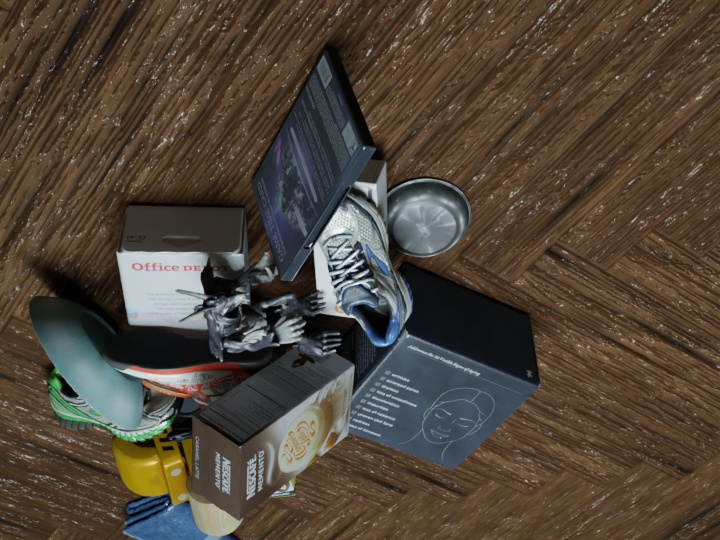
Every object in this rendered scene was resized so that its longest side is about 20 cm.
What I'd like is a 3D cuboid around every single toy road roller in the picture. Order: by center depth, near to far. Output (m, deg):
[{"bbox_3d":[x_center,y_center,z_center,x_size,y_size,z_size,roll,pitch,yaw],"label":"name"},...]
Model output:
[{"bbox_3d":[-0.250,0.268,1.443,0.144,0.201,0.124,-18,137,-14],"label":"toy road roller"}]

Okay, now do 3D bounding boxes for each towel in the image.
[{"bbox_3d":[-0.277,0.425,1.697,0.110,0.049,0.200,-24,130,20],"label":"towel"}]

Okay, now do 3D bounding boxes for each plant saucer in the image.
[{"bbox_3d":[-0.318,0.100,1.293,0.039,0.202,0.201,-38,127,4],"label":"plant saucer"}]

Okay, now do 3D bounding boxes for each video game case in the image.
[{"bbox_3d":[-0.055,-0.108,1.117,0.019,0.144,0.201,5,138,-31],"label":"video game case"}]

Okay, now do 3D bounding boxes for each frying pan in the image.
[{"bbox_3d":[0.038,-0.053,1.253,0.187,0.031,0.116,-7,132,2],"label":"frying pan"}]

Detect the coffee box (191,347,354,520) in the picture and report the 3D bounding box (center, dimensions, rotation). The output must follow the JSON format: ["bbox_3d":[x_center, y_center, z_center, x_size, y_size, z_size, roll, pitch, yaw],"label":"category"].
[{"bbox_3d":[-0.100,0.182,1.246,0.079,0.199,0.116,26,129,30],"label":"coffee box"}]

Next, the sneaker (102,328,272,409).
[{"bbox_3d":[-0.206,0.129,1.278,0.198,0.068,0.109,1,133,-10],"label":"sneaker"}]

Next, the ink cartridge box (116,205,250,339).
[{"bbox_3d":[-0.205,0.024,1.281,0.145,0.086,0.202,0,133,-4],"label":"ink cartridge box"}]

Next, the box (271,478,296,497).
[{"bbox_3d":[-0.145,0.248,1.524,0.074,0.051,0.202,-6,133,5],"label":"box"}]

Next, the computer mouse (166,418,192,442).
[{"bbox_3d":[-0.137,0.192,1.372,0.198,0.054,0.137,2,176,-39],"label":"computer mouse"}]

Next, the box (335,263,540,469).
[{"bbox_3d":[0.089,0.127,1.358,0.198,0.125,0.197,22,132,-20],"label":"box"}]

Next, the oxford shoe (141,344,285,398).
[{"bbox_3d":[-0.193,0.120,1.400,0.196,0.071,0.074,0,116,-7],"label":"oxford shoe"}]

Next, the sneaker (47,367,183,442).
[{"bbox_3d":[-0.329,0.170,1.413,0.196,0.079,0.086,2,132,14],"label":"sneaker"}]

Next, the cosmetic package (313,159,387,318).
[{"bbox_3d":[-0.012,-0.034,1.231,0.081,0.051,0.202,8,131,14],"label":"cosmetic package"}]

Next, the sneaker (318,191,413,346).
[{"bbox_3d":[0.000,0.000,1.165,0.076,0.086,0.201,-18,122,26],"label":"sneaker"}]

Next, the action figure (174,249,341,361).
[{"bbox_3d":[-0.107,0.040,1.180,0.101,0.121,0.199,-30,154,30],"label":"action figure"}]
